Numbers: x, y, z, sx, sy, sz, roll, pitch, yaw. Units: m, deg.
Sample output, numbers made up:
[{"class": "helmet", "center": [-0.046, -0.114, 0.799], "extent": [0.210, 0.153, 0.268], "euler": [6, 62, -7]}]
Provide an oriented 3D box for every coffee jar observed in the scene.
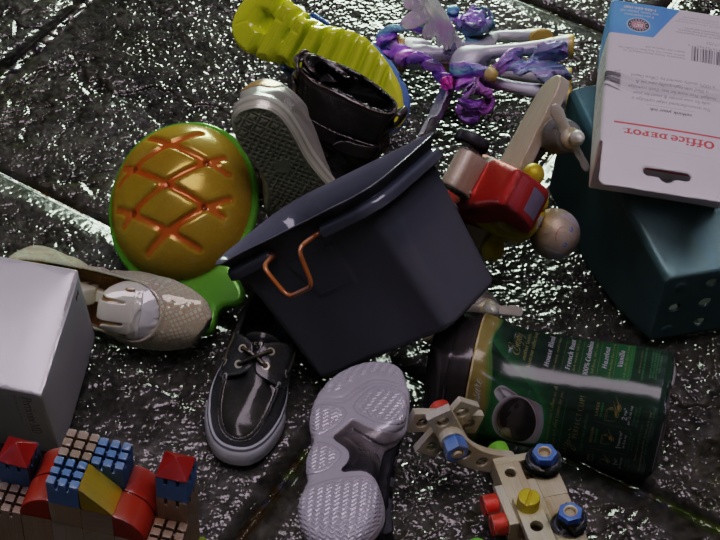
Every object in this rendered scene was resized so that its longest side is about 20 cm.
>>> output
[{"class": "coffee jar", "center": [0.151, 0.099, 1.579], "extent": [0.200, 0.104, 0.085], "euler": [12, 40, 7]}]

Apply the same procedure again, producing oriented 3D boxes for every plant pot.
[{"class": "plant pot", "center": [0.269, -0.050, 1.703], "extent": [0.141, 0.141, 0.200], "euler": [-8, 53, -10]}]

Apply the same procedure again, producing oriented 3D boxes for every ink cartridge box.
[{"class": "ink cartridge box", "center": [0.256, -0.126, 1.633], "extent": [0.116, 0.068, 0.200], "euler": [9, 55, 1]}]

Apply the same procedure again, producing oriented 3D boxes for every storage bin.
[{"class": "storage bin", "center": [0.000, 0.000, 1.568], "extent": [0.134, 0.200, 0.146], "euler": [57, 42, -8]}]

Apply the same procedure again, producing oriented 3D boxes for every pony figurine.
[{"class": "pony figurine", "center": [0.102, -0.193, 1.836], "extent": [0.200, 0.167, 0.193], "euler": [4, 15, 5]}]

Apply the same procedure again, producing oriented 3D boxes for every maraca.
[{"class": "maraca", "center": [-0.155, -0.037, 1.693], "extent": [0.137, 0.107, 0.200], "euler": [-6, 70, 14]}]

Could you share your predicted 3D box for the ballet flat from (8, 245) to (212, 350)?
[{"class": "ballet flat", "center": [-0.223, 0.029, 1.643], "extent": [0.200, 0.068, 0.062], "euler": [13, 13, 22]}]

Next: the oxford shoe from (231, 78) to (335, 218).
[{"class": "oxford shoe", "center": [-0.057, -0.090, 1.680], "extent": [0.075, 0.200, 0.058], "euler": [-10, 45, 16]}]

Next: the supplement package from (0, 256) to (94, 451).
[{"class": "supplement package", "center": [-0.330, 0.059, 1.569], "extent": [0.200, 0.117, 0.118], "euler": [9, 60, 6]}]

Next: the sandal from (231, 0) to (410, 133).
[{"class": "sandal", "center": [-0.025, -0.191, 1.791], "extent": [0.200, 0.087, 0.080], "euler": [41, 100, 27]}]

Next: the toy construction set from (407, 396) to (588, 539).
[{"class": "toy construction set", "center": [0.106, 0.191, 1.509], "extent": [0.131, 0.092, 0.200], "euler": [-10, 59, -11]}]

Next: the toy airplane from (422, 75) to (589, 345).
[{"class": "toy airplane", "center": [0.122, -0.050, 1.679], "extent": [0.141, 0.200, 0.199], "euler": [26, 38, -2]}]

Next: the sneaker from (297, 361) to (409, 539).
[{"class": "sneaker", "center": [-0.002, 0.169, 1.502], "extent": [0.075, 0.114, 0.200], "euler": [2, 41, 12]}]

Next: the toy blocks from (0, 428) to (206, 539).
[{"class": "toy blocks", "center": [-0.202, 0.179, 1.465], "extent": [0.200, 0.137, 0.100], "euler": [11, 48, 8]}]

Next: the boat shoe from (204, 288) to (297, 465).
[{"class": "boat shoe", "center": [-0.086, 0.072, 1.623], "extent": [0.068, 0.057, 0.200], "euler": [10, 47, 6]}]

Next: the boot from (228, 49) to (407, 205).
[{"class": "boot", "center": [-0.050, -0.128, 1.730], "extent": [0.200, 0.174, 0.069], "euler": [23, 50, 17]}]
